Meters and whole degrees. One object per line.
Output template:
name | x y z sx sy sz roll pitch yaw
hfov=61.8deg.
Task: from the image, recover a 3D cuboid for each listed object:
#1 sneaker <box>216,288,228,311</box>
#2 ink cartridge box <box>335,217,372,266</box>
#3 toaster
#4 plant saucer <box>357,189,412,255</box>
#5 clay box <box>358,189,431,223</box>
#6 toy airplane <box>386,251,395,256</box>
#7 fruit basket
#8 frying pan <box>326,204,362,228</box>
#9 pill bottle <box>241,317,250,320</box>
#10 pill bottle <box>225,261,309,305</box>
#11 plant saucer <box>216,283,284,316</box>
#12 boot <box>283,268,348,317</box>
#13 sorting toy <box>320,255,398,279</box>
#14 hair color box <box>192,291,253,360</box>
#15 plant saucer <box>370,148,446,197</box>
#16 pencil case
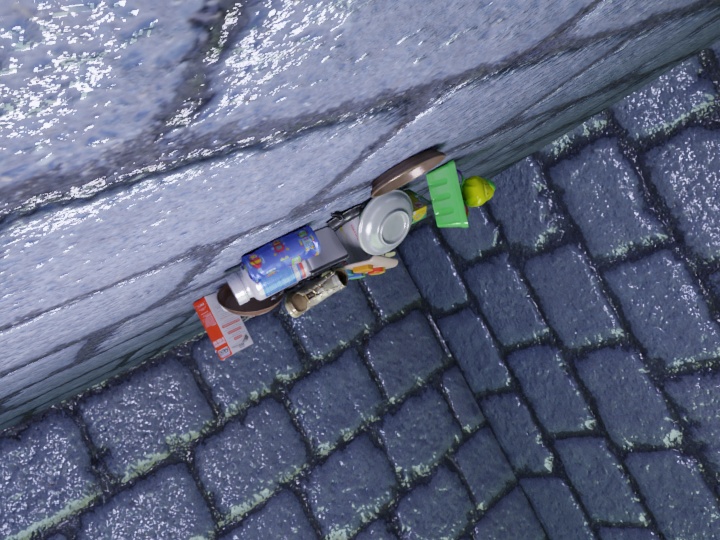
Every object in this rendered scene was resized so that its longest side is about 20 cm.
sneaker | -0.390 0.066 1.891 0.084 0.073 0.200 -31 -171 11
ink cartridge box | -0.006 -0.089 1.959 0.083 0.146 0.200 -27 178 -30
toaster | -0.166 -0.024 1.754 0.200 0.119 0.181 -27 178 -45
plant saucer | 0.082 -0.127 1.684 0.200 0.201 0.050 -27 -138 -26
clay box | 0.107 -0.174 1.800 0.199 0.115 0.048 -26 135 -27
toy airplane | 0.122 -0.103 4.253 0.200 0.142 0.199 20 128 -42
fruit basket | 0.311 -0.230 1.805 0.215 0.216 0.155 -28 179 8
frying pan | -0.036 -0.151 1.631 0.115 0.031 0.190 -29 -178 -10
pill bottle | -0.465 0.143 2.257 0.112 0.112 0.200 -28 178 -1
pill bottle | -0.244 0.009 1.573 0.199 0.113 0.112 -28 179 -14
plant saucer | -0.325 0.083 1.790 0.199 0.037 0.201 1 -151 -1
boot | -0.125 0.060 1.746 0.154 0.072 0.200 -28 -176 23
sorting toy | 0.000 0.000 1.899 0.199 0.037 0.185 -18 168 25
hair color box | -0.435 0.170 1.912 0.064 0.201 0.111 -28 178 29
plant saucer | 0.107 -0.230 1.411 0.199 0.030 0.200 -28 178 -1
pencil case | -0.197 -0.036 1.491 0.199 0.078 0.087 -27 149 -15
